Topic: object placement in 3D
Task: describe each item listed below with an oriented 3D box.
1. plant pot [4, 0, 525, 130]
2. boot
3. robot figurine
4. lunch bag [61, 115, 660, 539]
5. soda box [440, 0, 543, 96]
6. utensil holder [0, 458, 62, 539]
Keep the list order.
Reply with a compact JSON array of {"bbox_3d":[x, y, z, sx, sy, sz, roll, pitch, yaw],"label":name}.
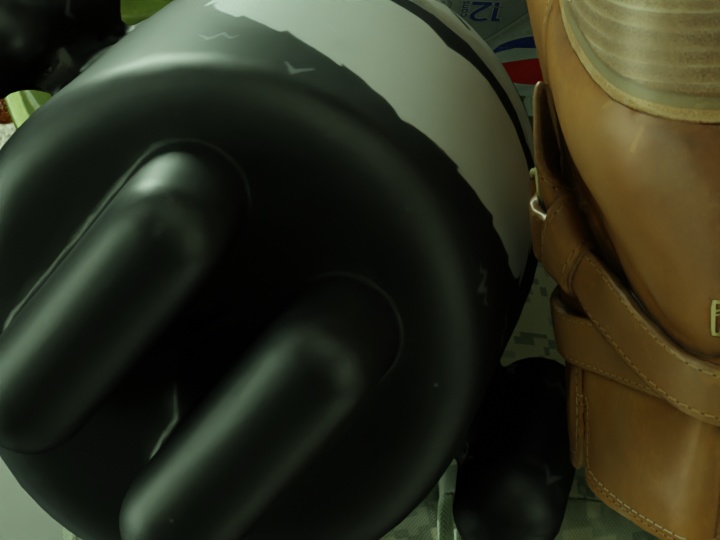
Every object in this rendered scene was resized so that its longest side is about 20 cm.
[{"bbox_3d":[-0.050,-0.114,0.852,0.190,0.199,0.201,46,-137,-74],"label":"plant pot"},{"bbox_3d":[0.069,-0.037,0.627,0.200,0.076,0.156,-117,22,-69],"label":"boot"},{"bbox_3d":[-0.021,-0.005,0.635,0.200,0.124,0.151,-56,-43,-69],"label":"robot figurine"},{"bbox_3d":[-0.006,0.052,0.783,0.140,0.167,0.201,98,171,-46],"label":"lunch bag"},{"bbox_3d":[0.048,-0.152,0.781,0.064,0.068,0.201,106,163,-66],"label":"soda box"},{"bbox_3d":[-0.103,0.092,1.325,0.170,0.199,0.171,-7,-90,-78],"label":"utensil holder"}]
